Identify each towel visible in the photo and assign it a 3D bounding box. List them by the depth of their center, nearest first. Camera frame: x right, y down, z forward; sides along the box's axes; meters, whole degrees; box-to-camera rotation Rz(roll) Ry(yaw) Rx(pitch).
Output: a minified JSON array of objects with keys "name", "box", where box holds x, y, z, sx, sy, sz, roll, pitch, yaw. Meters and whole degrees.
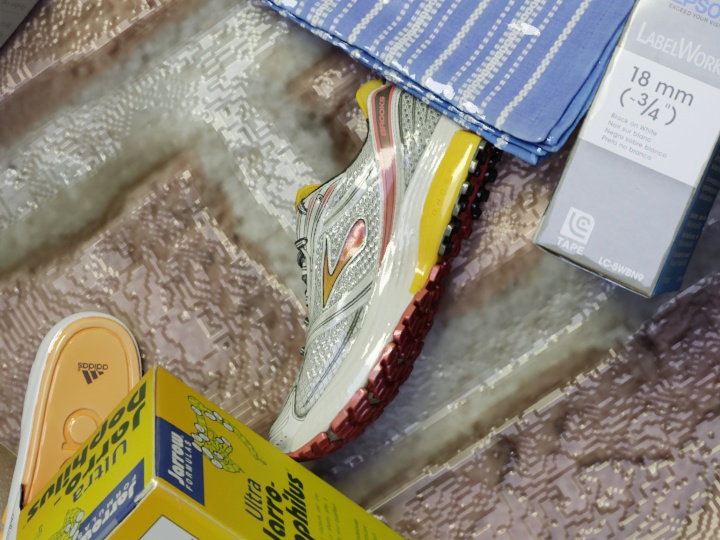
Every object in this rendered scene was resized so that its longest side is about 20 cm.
[{"name":"towel","box":[0.045,-0.155,1.041,0.199,0.024,0.145,31,79,15]}]

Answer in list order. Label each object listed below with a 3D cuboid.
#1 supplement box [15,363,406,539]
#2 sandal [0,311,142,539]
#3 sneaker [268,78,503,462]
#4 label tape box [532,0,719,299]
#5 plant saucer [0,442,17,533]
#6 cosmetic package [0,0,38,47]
[{"name":"supplement box","box":[-0.053,0.158,1.009,0.200,0.110,0.109,37,107,-21]},{"name":"sandal","box":[-0.141,0.125,1.079,0.079,0.059,0.208,3,92,-24]},{"name":"sneaker","box":[0.000,0.000,1.062,0.082,0.078,0.201,22,86,13]},{"name":"label tape box","box":[0.153,-0.091,0.990,0.063,0.144,0.201,24,95,11]},{"name":"plant saucer","box":[-0.245,0.174,1.129,0.199,0.032,0.202,0,92,10]},{"name":"cosmetic package","box":[-0.286,-0.135,1.058,0.165,0.165,0.200,41,98,8]}]
